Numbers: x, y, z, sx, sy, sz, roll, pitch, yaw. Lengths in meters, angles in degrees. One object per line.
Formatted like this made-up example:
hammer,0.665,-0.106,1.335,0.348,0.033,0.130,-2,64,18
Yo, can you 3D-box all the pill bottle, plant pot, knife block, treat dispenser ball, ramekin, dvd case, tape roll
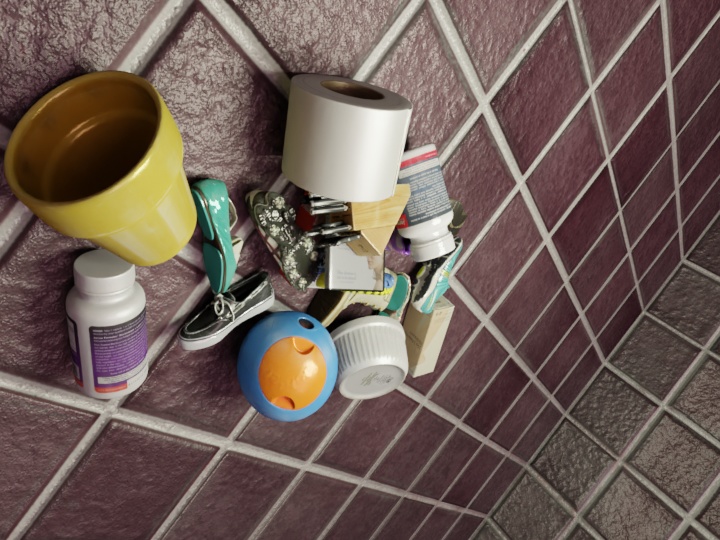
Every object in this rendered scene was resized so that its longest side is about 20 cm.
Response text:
pill bottle,0.117,-0.130,1.037,0.117,0.118,0.207,-22,99,-28
plant pot,-0.306,-0.111,0.688,0.199,0.201,0.191,-39,153,-12
knife block,-0.013,-0.117,0.900,0.176,0.063,0.204,46,60,-34
treat dispenser ball,-0.139,0.182,1.023,0.196,0.200,0.207,-22,132,-28
ramekin,0.017,0.203,1.193,0.192,0.108,0.204,-10,142,-8
pill bottle,-0.379,0.079,0.800,0.108,0.111,0.207,-11,126,-35
dvd case,-0.006,-0.066,0.962,0.139,0.017,0.209,4,86,-43
tape roll,-0.024,-0.217,0.850,0.197,0.202,0.144,-10,125,-36

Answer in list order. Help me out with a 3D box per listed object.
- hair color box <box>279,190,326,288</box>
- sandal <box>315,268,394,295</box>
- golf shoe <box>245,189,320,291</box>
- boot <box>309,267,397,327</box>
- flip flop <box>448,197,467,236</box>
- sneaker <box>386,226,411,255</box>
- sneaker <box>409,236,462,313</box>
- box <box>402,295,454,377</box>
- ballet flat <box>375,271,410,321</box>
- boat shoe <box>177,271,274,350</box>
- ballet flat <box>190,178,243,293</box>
hair color box,-0.071,-0.070,1.013,0.108,0.064,0.206,3,114,-42
sandal,0.000,0.000,1.024,0.197,0.077,0.091,11,86,-51
golf shoe,-0.133,-0.056,0.929,0.077,0.087,0.204,-38,128,-21
boot,-0.011,0.059,1.152,0.203,0.072,0.154,-54,139,-1
flip flop,0.199,-0.127,1.212,0.082,0.057,0.199,-53,162,13
sneaker,0.122,-0.113,1.140,0.202,0.088,0.080,-52,137,-1
sneaker,0.184,0.008,1.270,0.079,0.076,0.204,41,77,-39
box,0.161,0.159,1.362,0.076,0.094,0.207,-7,121,-37
ballet flat,0.073,0.086,1.263,0.064,0.074,0.206,-39,152,-61
boat shoe,-0.239,0.065,0.946,0.195,0.073,0.070,-27,135,-27
ballet flat,-0.227,-0.056,0.876,0.069,0.066,0.206,-30,134,-35
